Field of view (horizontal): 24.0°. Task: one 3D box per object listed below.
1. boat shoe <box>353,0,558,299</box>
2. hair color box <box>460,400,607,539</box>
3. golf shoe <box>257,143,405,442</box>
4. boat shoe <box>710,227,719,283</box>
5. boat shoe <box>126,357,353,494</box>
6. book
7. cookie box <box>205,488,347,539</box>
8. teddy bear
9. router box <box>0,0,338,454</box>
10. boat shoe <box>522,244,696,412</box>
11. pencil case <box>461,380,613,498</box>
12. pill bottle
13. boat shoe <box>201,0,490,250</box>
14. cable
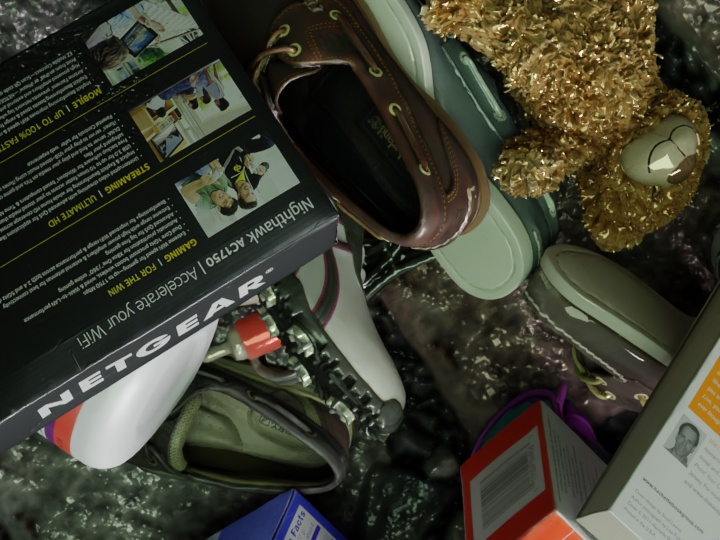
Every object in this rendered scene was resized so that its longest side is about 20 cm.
[{"bbox_3d":[0.037,-0.083,0.870,0.073,0.062,0.201,-31,88,43],"label":"boat shoe"},{"bbox_3d":[0.138,0.173,0.854,0.064,0.111,0.200,-42,106,17],"label":"hair color box"},{"bbox_3d":[-0.022,-0.012,0.851,0.088,0.077,0.201,-29,75,-13],"label":"golf shoe"},{"bbox_3d":[0.265,-0.053,0.886,0.070,0.064,0.201,33,107,-12],"label":"boat shoe"},{"bbox_3d":[-0.099,0.078,0.927,0.198,0.065,0.074,9,108,-7],"label":"boat shoe"},{"bbox_3d":[0.207,0.081,0.812,0.133,0.048,0.200,41,64,-8],"label":"book"},{"bbox_3d":[-0.037,0.244,0.962,0.171,0.075,0.200,-35,108,34],"label":"cookie box"},{"bbox_3d":[0.109,-0.103,0.840,0.066,0.145,0.201,-15,105,50],"label":"teddy bear"},{"bbox_3d":[-0.131,-0.028,0.784,0.199,0.051,0.150,-31,78,-10],"label":"router box"},{"bbox_3d":[0.149,0.047,0.892,0.199,0.072,0.060,25,120,-41],"label":"boat shoe"},{"bbox_3d":[0.153,0.153,0.952,0.199,0.085,0.092,38,122,-15],"label":"pencil case"},{"bbox_3d":[-0.177,0.005,0.858,0.199,0.112,0.113,32,108,8],"label":"pill bottle"},{"bbox_3d":[-0.018,-0.092,0.821,0.200,0.070,0.071,46,119,16],"label":"boat shoe"},{"bbox_3d":[0.000,0.000,0.902,0.198,0.050,0.098,-16,90,8],"label":"cable"}]
